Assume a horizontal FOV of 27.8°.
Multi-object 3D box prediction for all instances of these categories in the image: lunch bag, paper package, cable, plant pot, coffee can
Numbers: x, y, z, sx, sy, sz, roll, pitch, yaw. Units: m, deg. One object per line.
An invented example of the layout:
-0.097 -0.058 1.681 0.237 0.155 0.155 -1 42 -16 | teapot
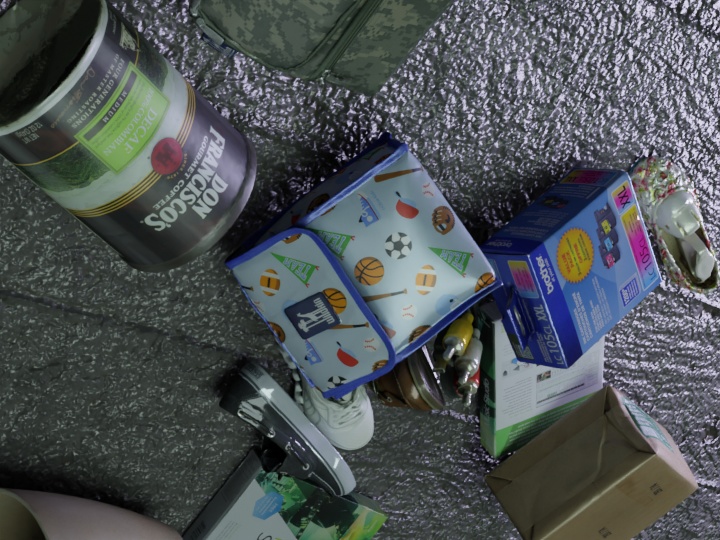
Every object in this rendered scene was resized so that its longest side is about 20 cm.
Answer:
-0.027 -0.246 1.146 0.168 0.139 0.200 14 144 -27 | lunch bag
0.000 0.000 1.339 0.200 0.124 0.170 -35 103 -1 | lunch bag
0.268 0.242 1.665 0.191 0.104 0.200 -39 148 10 | paper package
0.113 0.048 1.435 0.200 0.050 0.097 -66 148 -41 | cable
-0.266 0.297 1.394 0.200 0.187 0.187 5 119 -49 | plant pot
-0.199 -0.111 1.157 0.146 0.146 0.200 -44 132 2 | coffee can

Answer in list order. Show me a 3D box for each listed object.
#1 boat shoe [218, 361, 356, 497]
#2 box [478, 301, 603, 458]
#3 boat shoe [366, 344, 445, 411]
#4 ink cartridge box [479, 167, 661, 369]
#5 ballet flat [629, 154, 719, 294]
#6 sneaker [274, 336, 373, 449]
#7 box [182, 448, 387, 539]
-0.076 0.176 1.473 0.066 0.070 0.200 -45 131 -12 | boat shoe
0.200 0.103 1.609 0.144 0.036 0.200 -19 127 -19 | box
0.040 0.108 1.431 0.068 0.200 0.072 -21 91 3 | boat shoe
0.202 0.004 1.458 0.200 0.076 0.137 -37 117 -31 | ink cartridge box
0.352 -0.046 1.587 0.076 0.064 0.200 -38 132 -1 | ballet flat
-0.027 0.122 1.466 0.075 0.081 0.200 -32 133 -10 | sneaker
-0.083 0.283 1.572 0.200 0.036 0.144 29 104 -41 | box
